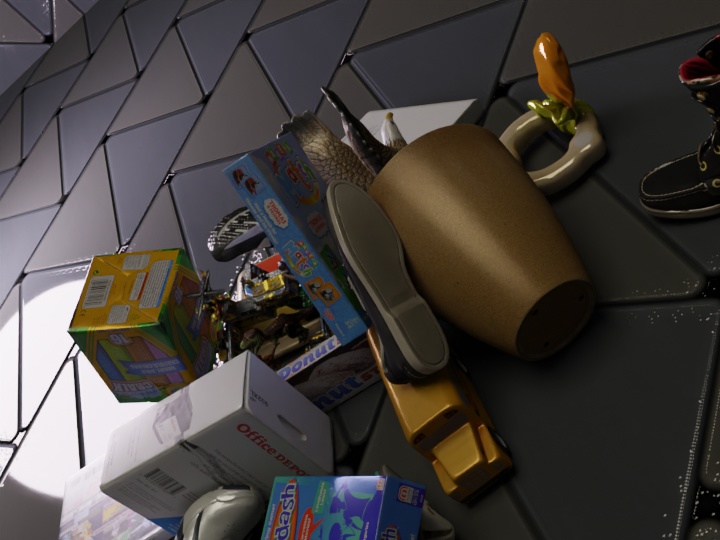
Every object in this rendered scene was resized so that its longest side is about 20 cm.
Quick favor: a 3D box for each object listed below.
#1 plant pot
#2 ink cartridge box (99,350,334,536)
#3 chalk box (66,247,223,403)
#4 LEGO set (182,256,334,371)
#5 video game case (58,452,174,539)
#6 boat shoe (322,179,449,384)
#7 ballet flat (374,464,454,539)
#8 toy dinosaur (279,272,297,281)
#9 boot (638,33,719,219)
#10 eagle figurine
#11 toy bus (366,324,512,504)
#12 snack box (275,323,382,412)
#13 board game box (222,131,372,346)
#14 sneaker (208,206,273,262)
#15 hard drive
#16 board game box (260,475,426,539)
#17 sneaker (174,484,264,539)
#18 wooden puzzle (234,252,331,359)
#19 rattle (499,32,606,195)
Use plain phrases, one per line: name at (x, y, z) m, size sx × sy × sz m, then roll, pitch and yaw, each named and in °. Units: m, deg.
plant pot at (0.125, -0.013, 0.911) m, size 0.186 × 0.186 × 0.200 m, roll -44°, pitch 48°, yaw 3°
ink cartridge box at (-0.148, 0.192, 1.001) m, size 0.200 × 0.145 × 0.084 m, roll -31°, pitch 36°, yaw 22°
chalk box at (-0.254, 0.085, 1.192) m, size 0.124 × 0.200 × 0.125 m, roll -6°, pitch 48°, yaw 14°
LEGO set at (-0.116, 0.062, 1.081) m, size 0.200 × 0.116 × 0.154 m, roll -11°, pitch 66°, yaw 30°
video game case at (-0.295, 0.286, 1.170) m, size 0.200 × 0.023 × 0.182 m, roll -34°, pitch 37°, yaw 16°
boat shoe at (0.008, 0.013, 0.875) m, size 0.063 × 0.073 × 0.200 m, roll -38°, pitch 74°, yaw 42°
ballet flat at (0.058, 0.249, 0.816) m, size 0.064 × 0.067 × 0.200 m, roll -12°, pitch 41°, yaw 0°
toy dinosaur at (0.000, 0.000, 1.083) m, size 0.106 × 0.061 × 0.200 m, roll -6°, pitch 12°, yaw 21°
boot at (0.315, -0.125, 0.825) m, size 0.200 × 0.151 × 0.073 m, roll -13°, pitch 47°, yaw 39°
eagle figurine at (0.021, -0.114, 1.032) m, size 0.152 × 0.200 × 0.151 m, roll -67°, pitch 30°, yaw 27°
toy bus at (0.071, 0.120, 0.901) m, size 0.065 × 0.078 × 0.200 m, roll -39°, pitch 35°, yaw 11°
snack box at (-0.029, 0.109, 1.022) m, size 0.200 × 0.072 × 0.024 m, roll -33°, pitch 38°, yaw 18°
board game box at (-0.046, -0.038, 0.954) m, size 0.037 × 0.200 × 0.151 m, roll -33°, pitch 7°, yaw 18°
sneaker at (-0.093, -0.053, 1.149) m, size 0.200 × 0.080 × 0.074 m, roll -32°, pitch 30°, yaw -32°
hard drive at (0.048, -0.169, 1.236) m, size 0.200 × 0.026 × 0.132 m, roll 5°, pitch 46°, yaw 48°
board game box at (-0.029, 0.258, 0.831) m, size 0.200 × 0.045 × 0.152 m, roll -20°, pitch 53°, yaw 56°
sneaker at (-0.158, 0.317, 0.946) m, size 0.199 × 0.079 × 0.130 m, roll -41°, pitch 36°, yaw 8°
wooden puzzle at (-0.089, 0.027, 1.198) m, size 0.200 × 0.037 × 0.185 m, roll -31°, pitch 38°, yaw 22°
rattle at (0.151, -0.137, 1.027) m, size 0.200 × 0.143 × 0.130 m, roll -23°, pitch 59°, yaw 21°
